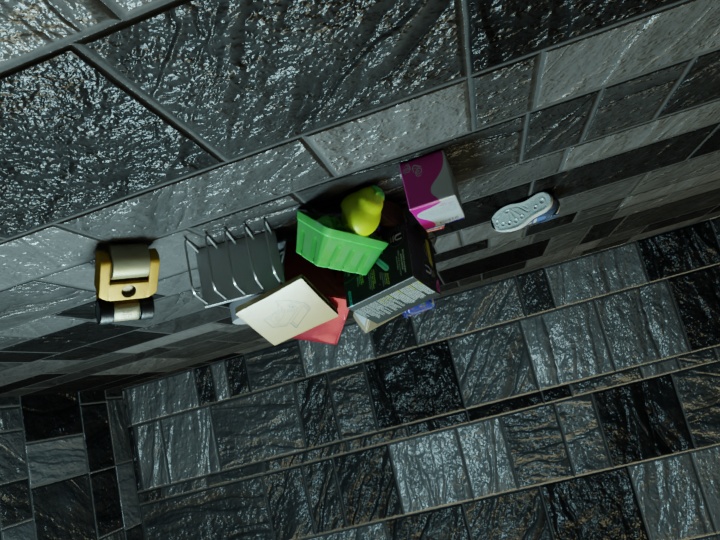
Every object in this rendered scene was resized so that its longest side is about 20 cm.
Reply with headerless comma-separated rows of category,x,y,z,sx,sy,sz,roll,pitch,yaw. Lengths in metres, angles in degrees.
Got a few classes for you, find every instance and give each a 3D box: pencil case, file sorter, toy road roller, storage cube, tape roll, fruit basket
pencil case,0.310,0.196,3.247,0.194,0.088,0.079,-15,136,-3
file sorter,-0.284,-0.018,1.366,0.194,0.143,0.125,-14,166,-3
toy road roller,-0.526,0.012,1.321,0.120,0.146,0.204,-5,128,-36
storage cube,-0.125,0.057,1.542,0.175,0.174,0.203,9,132,-12
tape roll,-0.369,0.136,2.162,0.195,0.068,0.201,-14,168,-3
fruit basket,-0.028,-0.105,1.345,0.211,0.222,0.154,-5,-156,-39

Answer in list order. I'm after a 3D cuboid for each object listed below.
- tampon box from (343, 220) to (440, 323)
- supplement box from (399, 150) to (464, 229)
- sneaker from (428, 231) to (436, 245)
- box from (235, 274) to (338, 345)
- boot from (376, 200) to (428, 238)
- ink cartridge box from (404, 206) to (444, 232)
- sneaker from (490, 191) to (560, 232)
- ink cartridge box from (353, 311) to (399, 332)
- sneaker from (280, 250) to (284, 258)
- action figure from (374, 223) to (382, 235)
tampon box,0.071,0.009,1.434,0.197,0.154,0.125,-26,145,30
supplement box,0.158,-0.168,1.298,0.099,0.106,0.200,-16,170,12
sneaker,0.120,-0.082,1.734,0.196,0.077,0.116,-25,-151,9
box,-0.175,0.098,1.435,0.196,0.022,0.164,-25,135,20
boot,0.059,-0.082,1.493,0.153,0.075,0.198,-30,137,31
ink cartridge box,0.172,-0.131,1.613,0.106,0.052,0.200,-14,167,0
sneaker,0.503,-0.162,1.805,0.197,0.083,0.145,-27,160,26
ink cartridge box,0.071,0.056,1.670,0.162,0.075,0.203,-24,146,-29
sneaker,-0.201,-0.024,1.648,0.195,0.076,0.081,-19,-171,14
action figure,0.072,-0.085,1.607,0.063,0.102,0.200,-12,171,-3
